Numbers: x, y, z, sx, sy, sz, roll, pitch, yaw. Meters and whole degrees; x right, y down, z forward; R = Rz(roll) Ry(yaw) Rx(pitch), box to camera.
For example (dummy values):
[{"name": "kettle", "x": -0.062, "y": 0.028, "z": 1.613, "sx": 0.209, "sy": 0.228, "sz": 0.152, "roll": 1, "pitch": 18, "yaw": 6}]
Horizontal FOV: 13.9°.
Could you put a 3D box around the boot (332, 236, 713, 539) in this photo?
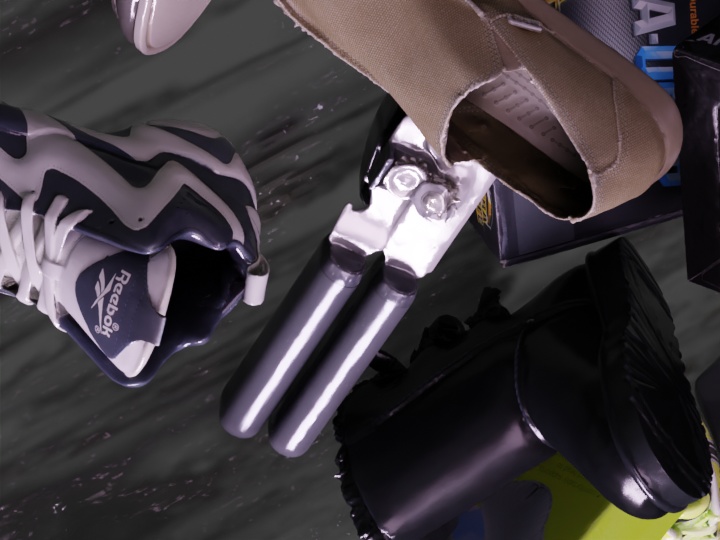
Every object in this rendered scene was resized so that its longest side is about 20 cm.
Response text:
[{"name": "boot", "x": 0.067, "y": 0.076, "z": 1.328, "sx": 0.162, "sy": 0.198, "sz": 0.073, "roll": -31, "pitch": 116, "yaw": 15}]

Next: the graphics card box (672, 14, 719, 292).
[{"name": "graphics card box", "x": 0.219, "y": -0.085, "z": 1.333, "sx": 0.200, "sy": 0.051, "sz": 0.126, "roll": -35, "pitch": 133, "yaw": -35}]

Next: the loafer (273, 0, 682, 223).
[{"name": "loafer", "x": 0.043, "y": -0.090, "z": 1.250, "sx": 0.200, "sy": 0.067, "sz": 0.076, "roll": 30, "pitch": 132, "yaw": 4}]

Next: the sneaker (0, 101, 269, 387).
[{"name": "sneaker", "x": -0.129, "y": -0.007, "z": 1.247, "sx": 0.199, "sy": 0.130, "sz": 0.080, "roll": 4, "pitch": 118, "yaw": -23}]

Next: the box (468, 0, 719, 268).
[{"name": "box", "x": 0.119, "y": -0.113, "z": 1.332, "sx": 0.159, "sy": 0.046, "sz": 0.200, "roll": -16, "pitch": 124, "yaw": -13}]

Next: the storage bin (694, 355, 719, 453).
[{"name": "storage bin", "x": 0.257, "y": 0.085, "z": 1.430, "sx": 0.134, "sy": 0.200, "sz": 0.145, "roll": -40, "pitch": 127, "yaw": 19}]

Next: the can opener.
[{"name": "can opener", "x": 0.000, "y": 0.000, "z": 1.349, "sx": 0.053, "sy": 0.067, "sz": 0.200, "roll": 23, "pitch": 119, "yaw": -17}]

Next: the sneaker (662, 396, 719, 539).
[{"name": "sneaker", "x": 0.148, "y": 0.121, "z": 1.470, "sx": 0.075, "sy": 0.076, "sz": 0.200, "roll": -29, "pitch": 127, "yaw": -5}]

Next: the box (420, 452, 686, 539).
[{"name": "box", "x": 0.047, "y": 0.158, "z": 1.388, "sx": 0.200, "sy": 0.122, "sz": 0.048, "roll": -50, "pitch": 126, "yaw": -14}]

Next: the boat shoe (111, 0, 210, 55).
[{"name": "boat shoe", "x": -0.069, "y": -0.187, "z": 1.215, "sx": 0.067, "sy": 0.057, "sz": 0.200, "roll": -23, "pitch": 141, "yaw": -53}]
